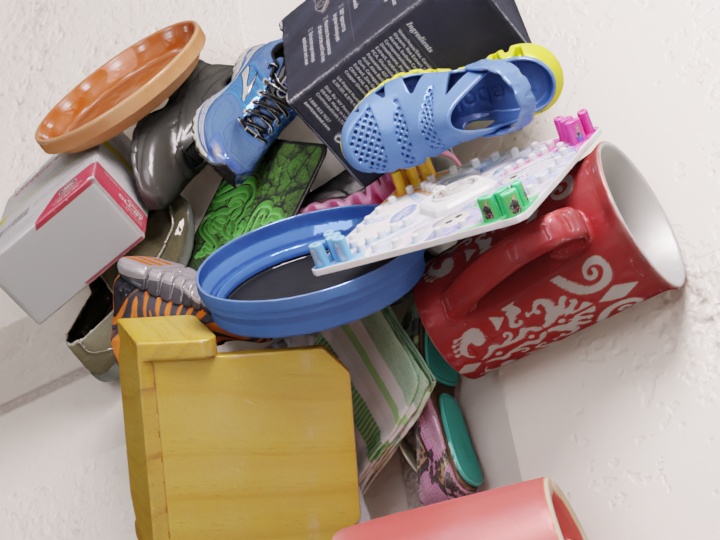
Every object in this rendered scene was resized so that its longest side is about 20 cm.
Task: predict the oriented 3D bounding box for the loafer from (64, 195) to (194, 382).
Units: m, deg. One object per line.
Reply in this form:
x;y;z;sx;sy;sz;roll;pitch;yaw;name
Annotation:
-0.229;0.009;1.795;0.075;0.069;0.201;10;73;50;loafer

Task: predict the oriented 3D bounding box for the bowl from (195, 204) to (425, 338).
-0.040;0.000;1.535;0.199;0.040;0.201;-12;21;5;bowl

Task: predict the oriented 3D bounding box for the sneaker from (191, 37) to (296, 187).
-0.096;-0.164;1.747;0.089;0.079;0.201;-26;31;40;sneaker

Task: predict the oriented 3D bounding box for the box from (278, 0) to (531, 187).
0.038;-0.211;1.652;0.199;0.117;0.197;-36;26;15;box

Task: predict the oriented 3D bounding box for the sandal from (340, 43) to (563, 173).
0.074;-0.135;1.527;0.199;0.080;0.087;-22;14;11;sandal

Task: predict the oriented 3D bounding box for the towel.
-0.018;0.123;1.596;0.201;0.023;0.153;-58;45;26;towel

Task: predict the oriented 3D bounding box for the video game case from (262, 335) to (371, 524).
-0.086;0.182;1.600;0.182;0.023;0.201;-31;71;32;video game case

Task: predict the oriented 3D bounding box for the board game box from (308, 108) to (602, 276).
0.078;-0.066;1.483;0.199;0.026;0.200;-15;16;32;board game box

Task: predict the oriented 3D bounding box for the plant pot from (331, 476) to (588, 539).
0.094;0.258;1.406;0.176;0.201;0.202;-26;56;11;plant pot

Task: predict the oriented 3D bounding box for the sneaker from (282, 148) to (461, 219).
0.007;-0.077;1.696;0.199;0.079;0.096;-25;37;20;sneaker

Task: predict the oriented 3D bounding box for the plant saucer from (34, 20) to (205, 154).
-0.236;-0.179;1.816;0.199;0.032;0.201;-29;22;13;plant saucer

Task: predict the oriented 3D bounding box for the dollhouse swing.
-0.107;0.141;1.564;0.182;0.174;0.202;-152;56;-73;dollhouse swing

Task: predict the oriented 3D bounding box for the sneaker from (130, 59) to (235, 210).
-0.163;-0.140;1.802;0.090;0.076;0.201;2;49;25;sneaker

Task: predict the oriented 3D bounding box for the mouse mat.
-0.107;-0.055;1.742;0.200;0.007;0.162;13;75;63;mouse mat

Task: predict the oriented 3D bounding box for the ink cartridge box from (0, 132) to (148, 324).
-0.285;-0.055;1.807;0.145;0.083;0.200;-39;20;12;ink cartridge box

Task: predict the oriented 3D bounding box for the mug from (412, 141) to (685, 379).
0.140;-0.011;1.505;0.199;0.177;0.134;-30;47;24;mug

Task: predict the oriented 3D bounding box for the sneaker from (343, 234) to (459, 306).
0.000;0.000;1.643;0.199;0.074;0.089;-25;43;23;sneaker

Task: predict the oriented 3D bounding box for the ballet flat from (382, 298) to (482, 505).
0.055;0.110;1.571;0.071;0.069;0.202;-23;62;26;ballet flat

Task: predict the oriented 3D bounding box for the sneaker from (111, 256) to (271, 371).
-0.151;0.061;1.646;0.199;0.077;0.113;18;102;43;sneaker
